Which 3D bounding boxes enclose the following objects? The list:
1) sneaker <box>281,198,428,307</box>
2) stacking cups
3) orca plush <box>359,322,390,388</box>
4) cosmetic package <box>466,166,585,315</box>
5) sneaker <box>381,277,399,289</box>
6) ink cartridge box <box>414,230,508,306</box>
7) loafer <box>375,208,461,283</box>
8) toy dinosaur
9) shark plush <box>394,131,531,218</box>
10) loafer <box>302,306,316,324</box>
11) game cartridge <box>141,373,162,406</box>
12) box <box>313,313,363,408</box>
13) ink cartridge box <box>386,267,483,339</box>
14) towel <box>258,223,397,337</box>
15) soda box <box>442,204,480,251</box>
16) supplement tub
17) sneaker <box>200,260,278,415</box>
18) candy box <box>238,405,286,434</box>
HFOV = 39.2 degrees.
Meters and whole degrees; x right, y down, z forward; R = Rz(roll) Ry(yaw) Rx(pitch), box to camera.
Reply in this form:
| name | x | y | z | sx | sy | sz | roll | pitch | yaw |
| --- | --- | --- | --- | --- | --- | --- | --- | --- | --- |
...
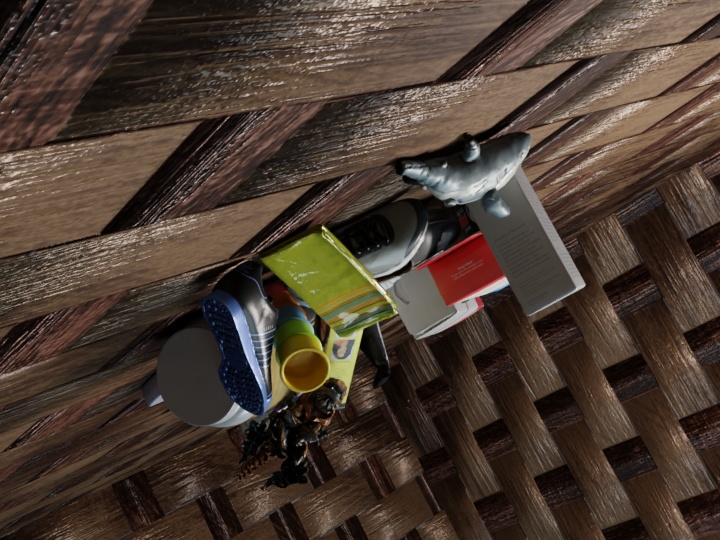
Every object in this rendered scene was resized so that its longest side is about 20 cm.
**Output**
| name | x | y | z | sx | sy | sz | roll | pitch | yaw |
| --- | --- | --- | --- | --- | --- | --- | --- | --- | --- |
| sneaker | -0.006 | -0.022 | 1.215 | 0.199 | 0.074 | 0.079 | -32 | 160 | 7 |
| stacking cups | -0.083 | 0.074 | 1.240 | 0.060 | 0.061 | 0.200 | -28 | -153 | 0 |
| orca plush | -0.009 | 0.082 | 1.494 | 0.070 | 0.202 | 0.105 | -17 | 156 | 2 |
| cosmetic package | 0.193 | -0.051 | 1.239 | 0.071 | 0.201 | 0.101 | -29 | 172 | 17 |
| sneaker | 0.000 | 0.000 | 1.408 | 0.076 | 0.081 | 0.200 | 23 | 122 | -28 |
| ink cartridge box | 0.176 | -0.011 | 1.399 | 0.116 | 0.068 | 0.199 | -32 | 170 | 34 |
| loafer | 0.052 | -0.020 | 1.311 | 0.199 | 0.073 | 0.072 | -25 | -144 | -16 |
| toy dinosaur | -0.094 | 0.225 | 1.351 | 0.201 | 0.102 | 0.136 | -65 | 175 | 24 |
| shark plush | 0.106 | -0.123 | 1.120 | 0.199 | 0.091 | 0.084 | 4 | 133 | -36 |
| loafer | -0.145 | 0.094 | 1.496 | 0.199 | 0.072 | 0.063 | -28 | 180 | -25 |
| game cartridge | -0.257 | 0.151 | 1.583 | 0.133 | 0.041 | 0.200 | -25 | 172 | -48 |
| box | -0.035 | 0.097 | 1.382 | 0.050 | 0.076 | 0.201 | -1 | 131 | -15 |
| ink cartridge box | 0.108 | 0.019 | 1.583 | 0.083 | 0.148 | 0.200 | -31 | 172 | 16 |
| towel | -0.033 | 0.018 | 1.189 | 0.086 | 0.018 | 0.200 | -28 | 141 | 13 |
| soda box | 0.169 | -0.082 | 1.428 | 0.063 | 0.071 | 0.200 | -25 | 172 | -22 |
| supplement tub | -0.160 | 0.123 | 1.325 | 0.144 | 0.146 | 0.200 | -31 | 172 | 22 |
| sneaker | -0.123 | 0.080 | 1.154 | 0.078 | 0.070 | 0.201 | -48 | 147 | -36 |
| candy box | -0.170 | 0.185 | 1.721 | 0.061 | 0.137 | 0.200 | -20 | 168 | -34 |
